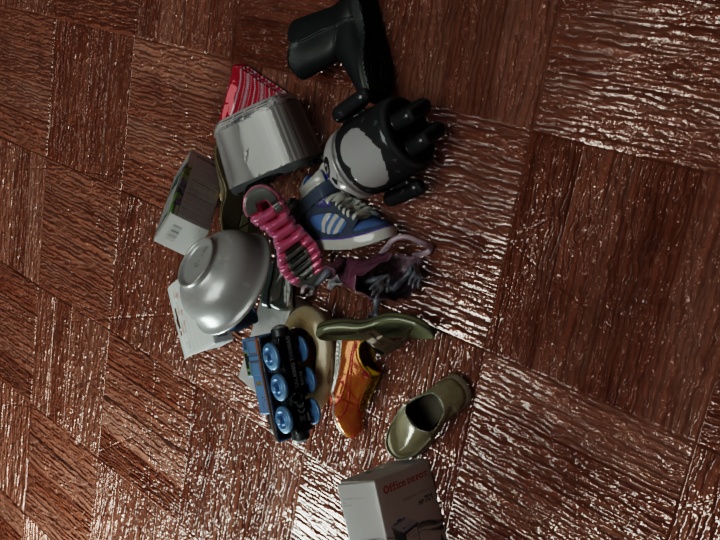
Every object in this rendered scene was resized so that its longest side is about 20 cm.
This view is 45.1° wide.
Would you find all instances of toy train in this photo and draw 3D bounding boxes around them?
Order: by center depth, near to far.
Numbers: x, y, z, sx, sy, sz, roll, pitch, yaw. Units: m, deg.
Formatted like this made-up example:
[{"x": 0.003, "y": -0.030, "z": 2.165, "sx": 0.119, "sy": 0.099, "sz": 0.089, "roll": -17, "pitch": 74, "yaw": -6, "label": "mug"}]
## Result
[{"x": -0.132, "y": 0.192, "z": 1.465, "sx": 0.114, "sy": 0.086, "sz": 0.201, "roll": -12, "pitch": 89, "yaw": 52, "label": "toy train"}]

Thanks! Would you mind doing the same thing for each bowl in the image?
[{"x": -0.254, "y": 0.005, "z": 1.511, "sx": 0.201, "sy": 0.090, "sz": 0.202, "roll": -29, "pitch": 45, "yaw": 33, "label": "bowl"}]

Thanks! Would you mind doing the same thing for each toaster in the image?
[{"x": -0.156, "y": -0.219, "z": 1.485, "sx": 0.199, "sy": 0.114, "sz": 0.130, "roll": -18, "pitch": 96, "yaw": 29, "label": "toaster"}]

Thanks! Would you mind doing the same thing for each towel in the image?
[{"x": -0.186, "y": -0.277, "z": 1.589, "sx": 0.200, "sy": 0.022, "sz": 0.145, "roll": 38, "pitch": 120, "yaw": 32, "label": "towel"}]

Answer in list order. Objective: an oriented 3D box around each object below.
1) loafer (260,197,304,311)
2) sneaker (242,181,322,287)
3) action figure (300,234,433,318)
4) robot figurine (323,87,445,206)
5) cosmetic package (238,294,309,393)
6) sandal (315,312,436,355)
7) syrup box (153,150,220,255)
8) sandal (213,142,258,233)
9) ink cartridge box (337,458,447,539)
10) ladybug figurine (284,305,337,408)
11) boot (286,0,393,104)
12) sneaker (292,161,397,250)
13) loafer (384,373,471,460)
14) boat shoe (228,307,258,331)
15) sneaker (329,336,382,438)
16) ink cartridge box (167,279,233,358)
[{"x": -0.119, "y": -0.025, "z": 1.522, "sx": 0.063, "sy": 0.072, "sz": 0.201, "roll": 13, "pitch": 87, "yaw": 18, "label": "loafer"}, {"x": -0.126, "y": -0.065, "z": 1.455, "sx": 0.079, "sy": 0.095, "sz": 0.200, "roll": -27, "pitch": 110, "yaw": 2, "label": "sneaker"}, {"x": 0.000, "y": 0.000, "z": 1.393, "sx": 0.200, "sy": 0.134, "sz": 0.149, "roll": 9, "pitch": 75, "yaw": 60, "label": "action figure"}, {"x": 0.032, "y": -0.188, "z": 1.331, "sx": 0.200, "sy": 0.125, "sz": 0.151, "roll": -24, "pitch": 63, "yaw": 41, "label": "robot figurine"}, {"x": -0.160, "y": 0.132, "z": 1.598, "sx": 0.082, "sy": 0.051, "sz": 0.201, "roll": 37, "pitch": 118, "yaw": 37, "label": "cosmetic package"}, {"x": 0.025, "y": 0.108, "z": 1.378, "sx": 0.200, "sy": 0.080, "sz": 0.058, "roll": -6, "pitch": 64, "yaw": 21, "label": "sandal"}, {"x": -0.316, "y": -0.127, "z": 1.618, "sx": 0.079, "sy": 0.081, "sz": 0.200, "roll": -48, "pitch": 25, "yaw": 35, "label": "syrup box"}, {"x": -0.235, "y": -0.147, "z": 1.618, "sx": 0.054, "sy": 0.080, "sz": 0.201, "roll": -178, "pitch": 78, "yaw": -67, "label": "sandal"}, {"x": 0.058, "y": 0.414, "z": 1.371, "sx": 0.086, "sy": 0.146, "sz": 0.201, "roll": -15, "pitch": 85, "yaw": 41, "label": "ink cartridge box"}, {"x": -0.082, "y": 0.156, "z": 1.516, "sx": 0.136, "sy": 0.072, "sz": 0.201, "roll": 22, "pitch": 110, "yaw": 39, "label": "ladybug figurine"}, {"x": -0.038, "y": -0.340, "z": 1.406, "sx": 0.168, "sy": 0.076, "sz": 0.201, "roll": -18, "pitch": 77, "yaw": 39, "label": "boot"}, {"x": -0.030, "y": -0.112, "z": 1.425, "sx": 0.200, "sy": 0.080, "sz": 0.147, "roll": -2, "pitch": 100, "yaw": 49, "label": "sneaker"}, {"x": 0.092, "y": 0.234, "z": 1.369, "sx": 0.076, "sy": 0.068, "sz": 0.200, "roll": 53, "pitch": 127, "yaw": 24, "label": "loafer"}, {"x": -0.226, "y": 0.063, "z": 1.613, "sx": 0.200, "sy": 0.068, "sz": 0.084, "roll": -114, "pitch": 22, "yaw": -59, "label": "boat shoe"}, {"x": -0.005, "y": 0.190, "z": 1.454, "sx": 0.077, "sy": 0.073, "sz": 0.201, "roll": 11, "pitch": 106, "yaw": 31, "label": "sneaker"}, {"x": -0.328, "y": 0.085, "z": 1.764, "sx": 0.200, "sy": 0.047, "sz": 0.161, "roll": -27, "pitch": 76, "yaw": 59, "label": "ink cartridge box"}]
